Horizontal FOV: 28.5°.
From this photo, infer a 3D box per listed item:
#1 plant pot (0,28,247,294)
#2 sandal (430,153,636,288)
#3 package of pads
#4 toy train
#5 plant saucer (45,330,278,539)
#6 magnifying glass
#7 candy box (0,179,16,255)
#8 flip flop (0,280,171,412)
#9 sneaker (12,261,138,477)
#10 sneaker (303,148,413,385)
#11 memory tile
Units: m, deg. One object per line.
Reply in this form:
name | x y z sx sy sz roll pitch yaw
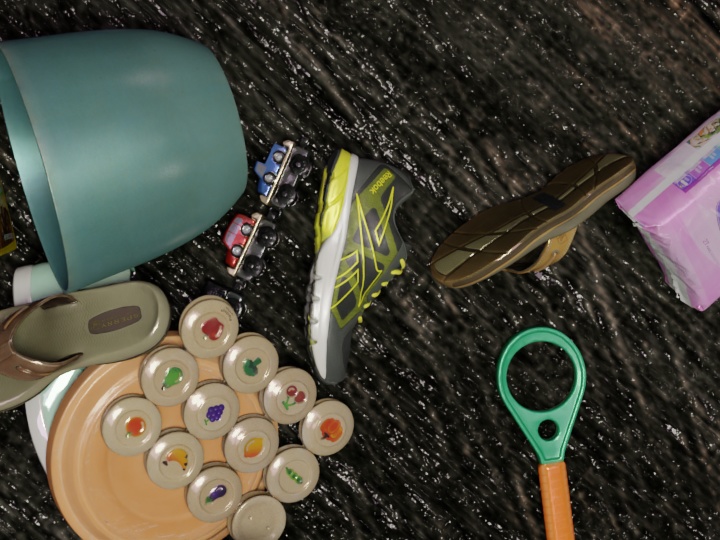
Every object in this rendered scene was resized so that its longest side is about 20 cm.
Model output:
plant pot | -0.183 -0.099 1.120 0.160 0.201 0.201 -16 96 -17
sandal | 0.156 -0.034 1.221 0.200 0.080 0.054 -30 118 -7
package of pads | 0.326 -0.073 1.209 0.200 0.076 0.121 -40 128 -1
toy train | -0.095 -0.026 1.211 0.046 0.034 0.200 26 92 5
plant saucer | -0.160 0.151 1.179 0.200 0.032 0.201 -7 107 -25
magnifying glass | 0.167 0.149 1.256 0.079 0.022 0.201 -8 93 -5
candy box | -0.300 -0.059 1.102 0.026 0.200 0.103 -15 96 -7
flip flop | -0.248 0.055 1.117 0.199 0.058 0.081 -17 74 6
sneaker | -0.216 0.088 1.181 0.118 0.074 0.201 -8 92 1
sneaker | 0.000 0.000 1.199 0.084 0.074 0.201 7 93 -7
memory tile | -0.106 0.130 1.175 0.200 0.017 0.153 43 82 -29
